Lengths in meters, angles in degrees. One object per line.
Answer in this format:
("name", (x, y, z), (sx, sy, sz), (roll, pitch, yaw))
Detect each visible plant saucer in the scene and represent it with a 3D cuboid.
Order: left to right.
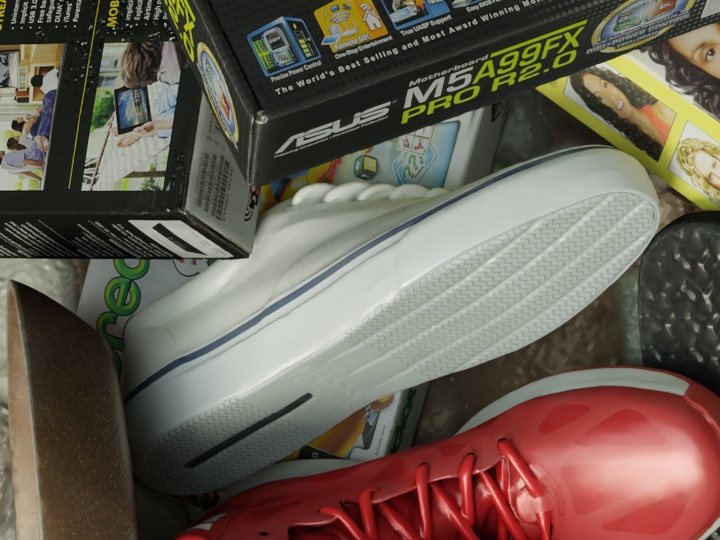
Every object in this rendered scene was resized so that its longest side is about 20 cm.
("plant saucer", (-0.093, 0.102, 0.860), (0.034, 0.200, 0.201), (-5, 94, -10))

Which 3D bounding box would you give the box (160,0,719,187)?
("box", (0.025, -0.132, 0.813), (0.200, 0.044, 0.160), (-20, 69, -14))

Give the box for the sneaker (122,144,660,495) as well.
("sneaker", (0.000, 0.000, 0.856), (0.200, 0.073, 0.071), (-26, 57, 17))

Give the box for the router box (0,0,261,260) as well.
("router box", (-0.097, -0.105, 0.888), (0.149, 0.051, 0.201), (1, 73, 26))

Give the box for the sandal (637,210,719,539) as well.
("sandal", (0.128, 0.074, 0.865), (0.075, 0.045, 0.201), (9, 111, 31))

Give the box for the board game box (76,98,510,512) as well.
("board game box", (-0.028, -0.011, 0.924), (0.126, 0.035, 0.200), (19, 101, 17))

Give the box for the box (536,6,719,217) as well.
("box", (0.087, -0.089, 0.851), (0.200, 0.050, 0.075), (36, 63, 13))

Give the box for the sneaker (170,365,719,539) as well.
("sneaker", (0.019, 0.092, 0.832), (0.200, 0.115, 0.079), (-21, 94, 27))
